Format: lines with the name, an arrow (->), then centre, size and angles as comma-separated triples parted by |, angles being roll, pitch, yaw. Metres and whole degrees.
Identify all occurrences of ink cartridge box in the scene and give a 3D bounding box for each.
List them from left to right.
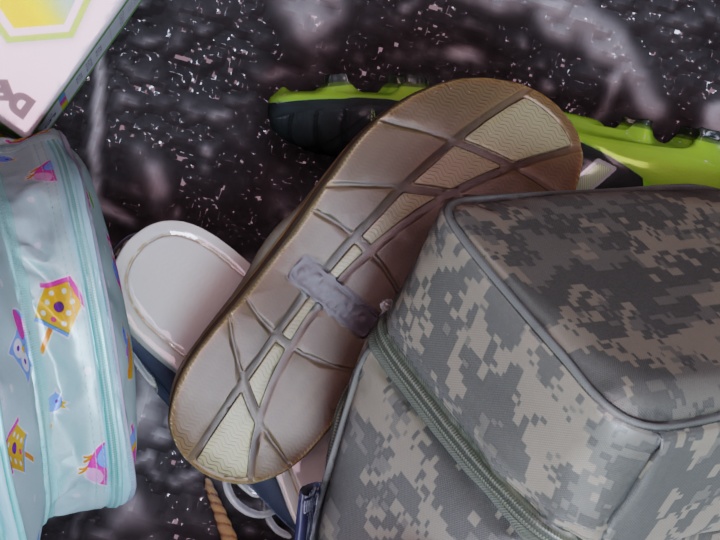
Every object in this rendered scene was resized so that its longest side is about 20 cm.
ink cartridge box -> -0.150, -0.118, 1.105 | 0.104, 0.059, 0.200 | 35, 87, -1

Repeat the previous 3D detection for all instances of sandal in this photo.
sandal -> 0.000, 0.000, 1.058 | 0.080, 0.054, 0.200 | 44, 87, -9

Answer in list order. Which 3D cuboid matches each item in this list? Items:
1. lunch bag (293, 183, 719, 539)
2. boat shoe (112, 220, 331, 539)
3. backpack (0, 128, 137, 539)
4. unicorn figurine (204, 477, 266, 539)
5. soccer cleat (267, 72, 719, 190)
lunch bag -> 0.086, 0.069, 1.020 | 0.139, 0.200, 0.168 | 46, 125, 33
boat shoe -> -0.030, 0.063, 1.096 | 0.200, 0.062, 0.075 | 41, 75, -5
backpack -> -0.162, 0.036, 1.008 | 0.153, 0.200, 0.176 | -6, 107, -1
unicorn figurine -> -0.064, 0.170, 1.030 | 0.137, 0.200, 0.074 | -44, 105, -7
soccer cleat -> 0.057, -0.033, 1.106 | 0.200, 0.068, 0.081 | 11, 93, -3
